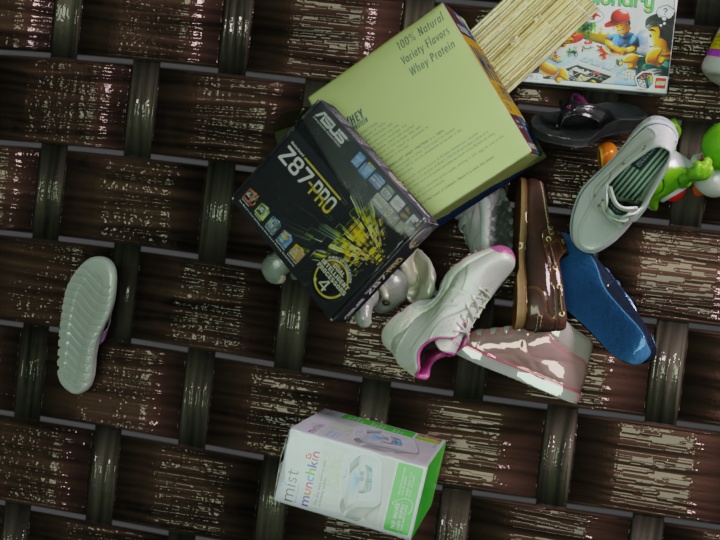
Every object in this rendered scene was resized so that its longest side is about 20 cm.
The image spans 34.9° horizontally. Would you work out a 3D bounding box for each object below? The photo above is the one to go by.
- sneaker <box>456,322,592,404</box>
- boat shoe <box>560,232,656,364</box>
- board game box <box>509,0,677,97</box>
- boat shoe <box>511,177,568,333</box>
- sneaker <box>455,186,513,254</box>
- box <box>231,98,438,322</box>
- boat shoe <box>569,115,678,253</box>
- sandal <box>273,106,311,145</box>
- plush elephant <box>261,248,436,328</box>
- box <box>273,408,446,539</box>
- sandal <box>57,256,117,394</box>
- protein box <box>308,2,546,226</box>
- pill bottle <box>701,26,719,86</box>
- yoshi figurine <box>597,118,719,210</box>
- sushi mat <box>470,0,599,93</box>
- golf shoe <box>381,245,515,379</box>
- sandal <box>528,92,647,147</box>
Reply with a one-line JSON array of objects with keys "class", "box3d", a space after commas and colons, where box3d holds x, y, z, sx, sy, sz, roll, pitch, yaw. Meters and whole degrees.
[{"class": "sneaker", "box3d": [0.201, 0.085, 1.458, 0.198, 0.075, 0.106, 22, 93, 7]}, {"class": "boat shoe", "box3d": [0.295, 0.042, 1.437, 0.084, 0.068, 0.201, -39, 61, 23]}, {"class": "board game box", "box3d": [0.294, -0.293, 1.451, 0.198, 0.035, 0.128, 6, 92, 11]}, {"class": "boat shoe", "box3d": [0.224, -0.019, 1.427, 0.069, 0.070, 0.202, 2, 73, 2]}, {"class": "sneaker", "box3d": [0.145, -0.084, 1.478, 0.081, 0.074, 0.203, -7, 90, 36]}, {"class": "box", "box3d": [-0.032, -0.067, 1.306, 0.161, 0.049, 0.200, -45, 70, 13]}, {"class": "boat shoe", "box3d": [0.302, -0.090, 1.346, 0.073, 0.067, 0.201, 23, 127, 0]}, {"class": "sandal", "box3d": [-0.019, -0.181, 1.508, 0.198, 0.054, 0.083, -1, 92, 26]}, {"class": "plush elephant", "box3d": [0.000, 0.000, 1.452, 0.164, 0.200, 0.156, -25, 99, 33]}, {"class": "box", "box3d": [0.004, 0.251, 1.435, 0.175, 0.200, 0.098, 14, 93, 11]}, {"class": "sandal", "box3d": [-0.373, 0.071, 1.583, 0.082, 0.050, 0.204, 29, 109, 24]}, {"class": "protein box", "box3d": [0.083, -0.171, 1.374, 0.198, 0.135, 0.201, -32, 84, 16]}, {"class": "pill bottle", "box3d": [0.498, -0.311, 1.376, 0.103, 0.104, 0.202, 26, 96, 9]}, {"class": "yoshi figurine", "box3d": [0.393, -0.138, 1.401, 0.197, 0.112, 0.114, -3, 84, 8]}, {"class": "sushi mat", "box3d": [0.195, -0.293, 1.446, 0.200, 0.012, 0.096, -42, 83, 11]}, {"class": "golf shoe", "box3d": [0.120, 0.054, 1.408, 0.200, 0.075, 0.092, -42, 48, 13]}, {"class": "sandal", "box3d": [0.274, -0.191, 1.385, 0.075, 0.199, 0.048, 32, 126, 36]}]
